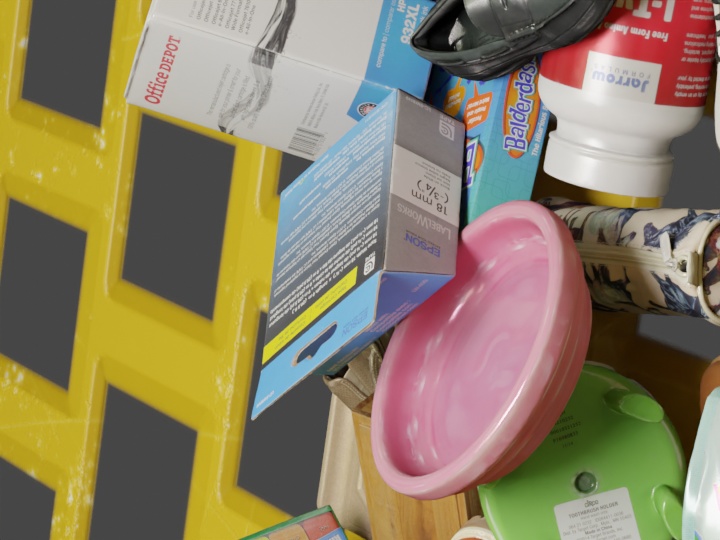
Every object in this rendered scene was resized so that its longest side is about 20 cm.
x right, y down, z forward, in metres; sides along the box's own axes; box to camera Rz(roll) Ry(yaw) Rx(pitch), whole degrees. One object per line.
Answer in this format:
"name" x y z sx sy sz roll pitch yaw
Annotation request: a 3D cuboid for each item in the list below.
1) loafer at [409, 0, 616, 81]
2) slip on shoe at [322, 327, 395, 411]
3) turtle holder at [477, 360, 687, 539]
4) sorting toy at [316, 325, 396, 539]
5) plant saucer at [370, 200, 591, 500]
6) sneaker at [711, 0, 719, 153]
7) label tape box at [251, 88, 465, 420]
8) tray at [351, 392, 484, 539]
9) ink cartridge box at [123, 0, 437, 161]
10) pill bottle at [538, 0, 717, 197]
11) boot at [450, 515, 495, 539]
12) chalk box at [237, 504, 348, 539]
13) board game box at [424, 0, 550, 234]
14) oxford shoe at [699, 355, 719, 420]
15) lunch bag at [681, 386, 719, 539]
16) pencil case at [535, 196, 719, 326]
"loafer" 0.099 -0.169 1.495 0.200 0.070 0.069 -30 61 59
"slip on shoe" 0.002 0.075 1.714 0.076 0.060 0.201 14 123 68
"turtle holder" 0.131 0.119 1.562 0.185 0.132 0.141 45 94 -4
"sorting toy" 0.053 0.128 1.772 0.199 0.036 0.187 19 105 46
"plant saucer" 0.081 0.056 1.494 0.201 0.051 0.201 -47 28 35
"sneaker" 0.243 -0.162 1.482 0.073 0.080 0.202 18 105 49
"label tape box" 0.000 0.000 1.579 0.144 0.063 0.201 -40 33 42
"tray" 0.052 0.188 1.683 0.098 0.037 0.201 18 130 38
"ink cartridge box" -0.057 -0.154 1.689 0.145 0.198 0.084 122 163 -66
"pill bottle" 0.177 -0.155 1.540 0.112 0.112 0.202 24 109 50
"boot" 0.119 0.265 1.578 0.200 0.107 0.075 40 130 7
"chalk box" -0.055 0.270 1.778 0.201 0.124 0.124 96 150 -50
"board game box" 0.081 -0.107 1.651 0.152 0.045 0.202 -13 62 65
"oxford shoe" 0.238 0.150 1.496 0.071 0.071 0.202 -21 72 52
"lunch bag" 0.278 0.168 1.371 0.169 0.122 0.202 6 100 31
"pencil case" 0.182 -0.007 1.552 0.199 0.089 0.078 6 77 53
